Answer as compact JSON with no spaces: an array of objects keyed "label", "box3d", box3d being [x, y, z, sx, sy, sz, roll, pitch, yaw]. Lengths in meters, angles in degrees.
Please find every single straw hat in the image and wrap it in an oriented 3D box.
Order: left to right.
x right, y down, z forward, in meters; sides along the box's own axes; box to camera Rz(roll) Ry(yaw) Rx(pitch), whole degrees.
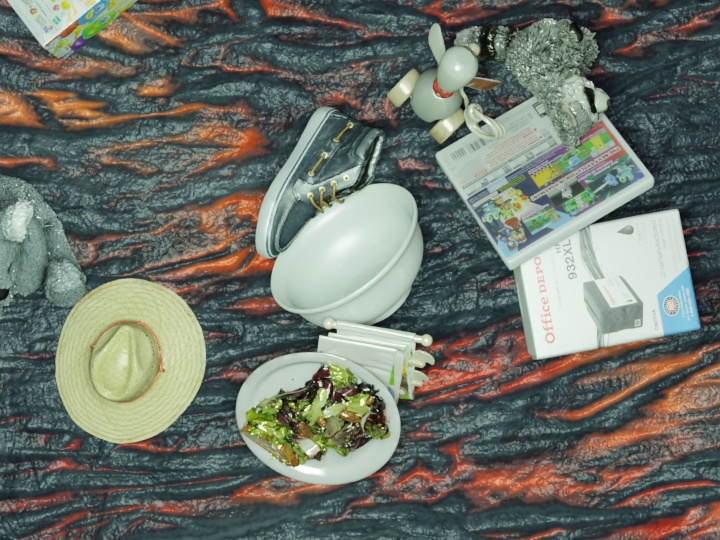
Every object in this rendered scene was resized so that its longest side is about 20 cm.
[{"label":"straw hat","box3d":[-0.284,0.110,1.722,0.198,0.085,0.204,0,88,2]}]

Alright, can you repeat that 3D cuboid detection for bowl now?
[{"label":"bowl","box3d":[0.000,0.000,1.687,0.200,0.201,0.091,-37,122,1]}]

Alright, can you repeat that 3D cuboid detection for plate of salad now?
[{"label":"plate of salad","box3d":[-0.052,0.183,1.688,0.197,0.048,0.202,4,123,6]}]

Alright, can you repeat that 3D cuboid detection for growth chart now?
[{"label":"growth chart","box3d":[0.007,0.117,1.674,0.143,0.201,0.018,14,55,-3]}]

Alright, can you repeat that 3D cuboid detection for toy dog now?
[{"label":"toy dog","box3d":[0.111,-0.226,1.684,0.132,0.199,0.097,47,72,-22]}]

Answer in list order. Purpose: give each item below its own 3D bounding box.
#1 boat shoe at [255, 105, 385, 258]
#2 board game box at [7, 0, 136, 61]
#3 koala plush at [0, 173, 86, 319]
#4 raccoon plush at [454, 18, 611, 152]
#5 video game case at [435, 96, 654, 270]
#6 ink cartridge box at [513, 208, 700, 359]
[{"label":"boat shoe","box3d":[-0.048,-0.097,1.706,0.090,0.071,0.202,21,78,23]},{"label":"board game box","box3d":[-0.323,-0.362,1.728,0.199,0.103,0.105,-38,87,1]},{"label":"koala plush","box3d":[-0.437,-0.030,1.673,0.175,0.200,0.186,-18,88,2]},{"label":"raccoon plush","box3d":[0.202,-0.214,1.704,0.198,0.097,0.136,1,70,34]},{"label":"video game case","box3d":[0.215,-0.119,1.698,0.198,0.023,0.183,-29,59,-4]},{"label":"ink cartridge box","box3d":[0.288,0.017,1.707,0.197,0.084,0.147,-10,88,2]}]
